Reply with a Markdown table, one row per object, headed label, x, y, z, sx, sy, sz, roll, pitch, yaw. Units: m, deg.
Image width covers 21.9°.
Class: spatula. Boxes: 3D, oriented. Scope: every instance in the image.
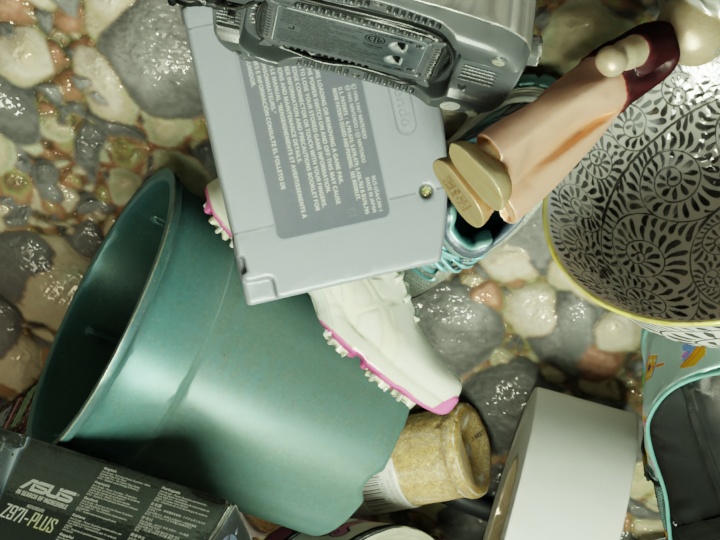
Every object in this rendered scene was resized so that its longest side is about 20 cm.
| label | x | y | z | sx | sy | sz | roll | pitch | yaw |
| --- | --- | --- | --- | --- | --- | --- | --- | --- | --- |
| spatula | 0.128 | 0.198 | 1.349 | 0.200 | 0.021 | 0.057 | 30 | 145 | -8 |

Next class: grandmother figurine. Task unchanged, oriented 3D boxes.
| label | x | y | z | sx | sy | sz | roll | pitch | yaw |
| --- | --- | --- | --- | --- | --- | --- | --- | --- | --- |
| grandmother figurine | 0.133 | -0.098 | 1.013 | 0.061 | 0.200 | 0.121 | 56 | 165 | -6 |

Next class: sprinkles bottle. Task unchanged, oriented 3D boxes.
| label | x | y | z | sx | sy | sz | roll | pitch | yaw |
| --- | --- | --- | --- | --- | --- | --- | --- | --- | --- |
| sprinkles bottle | -0.010 | 0.143 | 1.310 | 0.200 | 0.068 | 0.068 | -13 | 125 | 24 |

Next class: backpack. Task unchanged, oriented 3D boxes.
| label | x | y | z | sx | sy | sz | roll | pitch | yaw |
| --- | --- | --- | --- | --- | --- | --- | --- | --- | --- |
| backpack | 0.257 | 0.083 | 1.128 | 0.176 | 0.153 | 0.200 | -7 | 140 | 19 |

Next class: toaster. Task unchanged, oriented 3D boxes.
| label | x | y | z | sx | sy | sz | roll | pitch | yaw |
| --- | --- | --- | --- | --- | --- | --- | --- | --- | --- |
| toaster | 0.006 | -0.171 | 0.981 | 0.200 | 0.129 | 0.114 | 13 | 164 | -2 |

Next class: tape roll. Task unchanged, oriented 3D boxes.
| label | x | y | z | sx | sy | sz | roll | pitch | yaw |
| --- | --- | --- | --- | --- | --- | --- | --- | --- | --- |
| tape roll | 0.121 | 0.181 | 1.218 | 0.071 | 0.202 | 0.202 | 16 | 131 | 2 |

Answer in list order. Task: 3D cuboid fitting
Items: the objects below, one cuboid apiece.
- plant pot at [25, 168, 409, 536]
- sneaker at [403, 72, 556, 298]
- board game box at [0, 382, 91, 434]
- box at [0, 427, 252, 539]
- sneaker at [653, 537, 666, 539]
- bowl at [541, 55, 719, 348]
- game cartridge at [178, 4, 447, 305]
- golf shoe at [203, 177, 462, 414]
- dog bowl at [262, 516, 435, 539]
| label | x | y | z | sx | sy | sz | roll | pitch | yaw |
| --- | --- | --- | --- | --- | --- | --- | --- | --- | --- |
| plant pot | -0.083 | 0.068 | 1.197 | 0.196 | 0.200 | 0.200 | 27 | 131 | -18 |
| sneaker | 0.053 | -0.036 | 1.130 | 0.078 | 0.086 | 0.200 | 33 | 130 | -13 |
| board game box | -0.218 | 0.160 | 1.321 | 0.097 | 0.159 | 0.200 | 41 | 128 | -20 |
| box | -0.156 | 0.192 | 1.120 | 0.200 | 0.086 | 0.164 | 13 | 143 | 28 |
| sneaker | 0.285 | 0.239 | 1.307 | 0.200 | 0.073 | 0.071 | 9 | 128 | 8 |
| bowl | 0.211 | -0.025 | 1.038 | 0.201 | 0.201 | 0.094 | -9 | 140 | 22 |
| game cartridge | -0.022 | -0.091 | 1.057 | 0.133 | 0.042 | 0.200 | -12 | 93 | -10 |
| golf shoe | 0.000 | 0.000 | 1.109 | 0.092 | 0.075 | 0.200 | -45 | 100 | 0 |
| dog bowl | -0.026 | 0.256 | 1.264 | 0.074 | 0.200 | 0.200 | 19 | 139 | 38 |
